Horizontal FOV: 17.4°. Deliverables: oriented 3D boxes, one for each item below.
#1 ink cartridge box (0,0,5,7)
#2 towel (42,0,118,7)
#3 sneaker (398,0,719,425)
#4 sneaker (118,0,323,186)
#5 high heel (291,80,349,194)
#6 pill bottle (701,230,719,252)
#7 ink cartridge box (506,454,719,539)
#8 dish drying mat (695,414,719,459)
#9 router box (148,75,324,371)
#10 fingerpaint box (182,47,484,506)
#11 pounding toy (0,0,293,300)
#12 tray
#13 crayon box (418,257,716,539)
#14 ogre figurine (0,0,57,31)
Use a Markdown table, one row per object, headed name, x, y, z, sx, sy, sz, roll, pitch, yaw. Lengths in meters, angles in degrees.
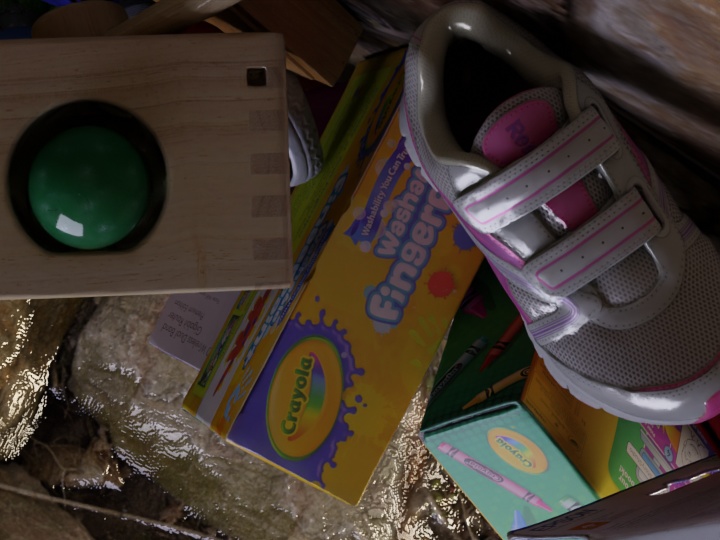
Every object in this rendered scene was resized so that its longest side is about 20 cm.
| name | x | y | z | sx | sy | sz | roll | pitch | yaw |
| --- | --- | --- | --- | --- | --- | --- | --- | --- | --- |
| ink cartridge box | -0.199 | -0.164 | 1.002 | 0.104 | 0.059 | 0.200 | 37 | 180 | 24 |
| towel | -0.218 | -0.202 | 1.178 | 0.199 | 0.050 | 0.148 | 26 | 169 | 36 |
| sneaker | 0.073 | -0.025 | 0.895 | 0.200 | 0.081 | 0.088 | 49 | 178 | 25 |
| sneaker | -0.107 | -0.084 | 1.170 | 0.200 | 0.113 | 0.076 | 42 | 153 | 51 |
| high heel | -0.059 | -0.064 | 1.320 | 0.068 | 0.096 | 0.200 | 52 | 161 | -23 |
| pill bottle | 0.115 | 0.015 | 1.230 | 0.104 | 0.105 | 0.200 | 30 | 175 | -31 |
| ink cartridge box | 0.195 | 0.095 | 0.960 | 0.199 | 0.041 | 0.199 | -13 | 180 | 45 |
| dish drying mat | 0.105 | -0.002 | 1.004 | 0.201 | 0.018 | 0.077 | 55 | -173 | 2 |
| router box | -0.021 | -0.009 | 1.307 | 0.049 | 0.181 | 0.200 | 28 | 176 | -30 |
| fingerpaint box | 0.000 | 0.000 | 1.121 | 0.073 | 0.201 | 0.167 | 28 | 176 | -10 |
| pounding toy | -0.093 | -0.063 | 0.963 | 0.182 | 0.144 | 0.200 | -2 | -179 | -2 |
| tray | -0.081 | -0.143 | 1.033 | 0.098 | 0.037 | 0.200 | 26 | 175 | 27 |
| crayon box | 0.114 | 0.092 | 1.081 | 0.058 | 0.119 | 0.200 | -20 | 122 | 32 |
| ogre figurine | -0.196 | -0.143 | 1.321 | 0.198 | 0.099 | 0.120 | -17 | -168 | -11 |
